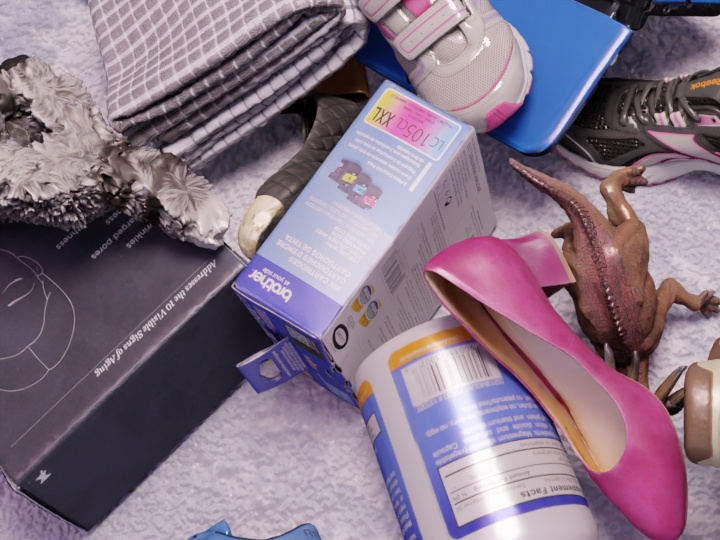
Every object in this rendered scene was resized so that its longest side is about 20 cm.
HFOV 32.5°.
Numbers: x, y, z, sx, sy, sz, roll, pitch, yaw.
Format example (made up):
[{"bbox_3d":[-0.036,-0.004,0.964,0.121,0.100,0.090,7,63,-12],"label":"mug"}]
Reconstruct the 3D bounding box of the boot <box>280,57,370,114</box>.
[{"bbox_3d":[-0.009,-0.224,0.945,0.186,0.069,0.202,-7,66,9],"label":"boot"}]

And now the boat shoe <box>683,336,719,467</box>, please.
[{"bbox_3d":[0.232,0.077,0.690,0.074,0.202,0.076,-1,94,23],"label":"boat shoe"}]

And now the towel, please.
[{"bbox_3d":[-0.106,-0.187,0.878,0.199,0.085,0.167,-31,61,18],"label":"towel"}]

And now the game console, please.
[{"bbox_3d":[0.123,-0.175,0.879,0.200,0.170,0.119,36,121,35],"label":"game console"}]

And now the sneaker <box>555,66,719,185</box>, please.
[{"bbox_3d":[0.226,-0.108,0.832,0.198,0.086,0.081,7,66,15],"label":"sneaker"}]

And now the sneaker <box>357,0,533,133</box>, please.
[{"bbox_3d":[0.039,-0.173,0.811,0.081,0.088,0.201,-40,57,16],"label":"sneaker"}]

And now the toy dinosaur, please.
[{"bbox_3d":[0.156,0.019,0.757,0.085,0.201,0.136,-21,20,29],"label":"toy dinosaur"}]

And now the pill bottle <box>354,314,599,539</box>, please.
[{"bbox_3d":[0.076,0.136,0.741,0.111,0.112,0.201,-21,64,2],"label":"pill bottle"}]

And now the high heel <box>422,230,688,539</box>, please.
[{"bbox_3d":[0.109,0.069,0.694,0.095,0.067,0.202,-14,76,-38],"label":"high heel"}]

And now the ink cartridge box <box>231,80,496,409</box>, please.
[{"bbox_3d":[0.000,0.000,0.804,0.076,0.137,0.201,28,74,24],"label":"ink cartridge box"}]

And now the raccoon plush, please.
[{"bbox_3d":[-0.195,-0.041,0.779,0.199,0.134,0.097,38,58,-8],"label":"raccoon plush"}]

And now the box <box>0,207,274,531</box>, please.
[{"bbox_3d":[-0.191,0.028,0.839,0.200,0.124,0.196,-43,63,-9],"label":"box"}]

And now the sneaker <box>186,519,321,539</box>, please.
[{"bbox_3d":[-0.114,0.207,0.780,0.198,0.066,0.079,-13,52,6],"label":"sneaker"}]

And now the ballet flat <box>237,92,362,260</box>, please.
[{"bbox_3d":[-0.045,-0.063,0.843,0.056,0.067,0.200,25,34,4],"label":"ballet flat"}]
